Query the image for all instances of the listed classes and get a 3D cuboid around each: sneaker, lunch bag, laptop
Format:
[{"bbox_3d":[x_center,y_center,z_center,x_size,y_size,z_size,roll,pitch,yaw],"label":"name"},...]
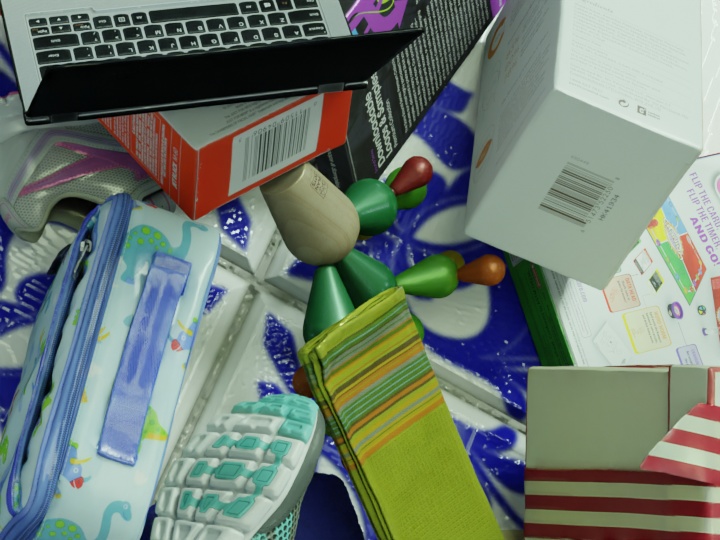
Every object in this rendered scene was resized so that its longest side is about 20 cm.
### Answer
[{"bbox_3d":[-0.070,0.161,1.234,0.091,0.077,0.201,50,62,-46],"label":"sneaker"},{"bbox_3d":[-0.141,0.067,1.252,0.082,0.161,0.201,19,67,-14],"label":"lunch bag"},{"bbox_3d":[-0.129,-0.058,1.354,0.199,0.081,0.089,-8,76,-15],"label":"sneaker"},{"bbox_3d":[-0.086,-0.143,1.203,0.186,0.116,0.201,-7,51,-14],"label":"laptop"}]

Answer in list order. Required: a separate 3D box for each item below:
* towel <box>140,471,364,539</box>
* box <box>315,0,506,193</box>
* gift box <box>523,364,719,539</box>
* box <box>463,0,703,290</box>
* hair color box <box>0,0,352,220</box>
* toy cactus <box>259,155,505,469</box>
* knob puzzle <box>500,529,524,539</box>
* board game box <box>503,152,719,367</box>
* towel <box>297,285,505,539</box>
[{"bbox_3d":[-0.048,0.220,1.301,0.147,0.050,0.201,-7,73,-34],"label":"towel"},{"bbox_3d":[0.027,-0.161,1.417,0.036,0.143,0.200,20,58,24],"label":"box"},{"bbox_3d":[0.199,0.142,1.311,0.199,0.186,0.186,-4,91,-36],"label":"gift box"},{"bbox_3d":[0.137,-0.109,1.405,0.097,0.125,0.201,21,41,-11],"label":"box"},{"bbox_3d":[-0.108,-0.130,1.307,0.111,0.064,0.200,-28,60,-27],"label":"hair color box"},{"bbox_3d":[0.000,0.000,1.345,0.165,0.102,0.201,52,51,-39],"label":"toy cactus"},{"bbox_3d":[0.063,0.240,1.324,0.219,0.030,0.221,22,56,-36],"label":"knob puzzle"},{"bbox_3d":[0.199,0.011,1.476,0.199,0.040,0.154,-12,76,-25],"label":"board game box"},{"bbox_3d":[0.034,0.114,1.293,0.086,0.018,0.201,-34,106,-41],"label":"towel"}]
